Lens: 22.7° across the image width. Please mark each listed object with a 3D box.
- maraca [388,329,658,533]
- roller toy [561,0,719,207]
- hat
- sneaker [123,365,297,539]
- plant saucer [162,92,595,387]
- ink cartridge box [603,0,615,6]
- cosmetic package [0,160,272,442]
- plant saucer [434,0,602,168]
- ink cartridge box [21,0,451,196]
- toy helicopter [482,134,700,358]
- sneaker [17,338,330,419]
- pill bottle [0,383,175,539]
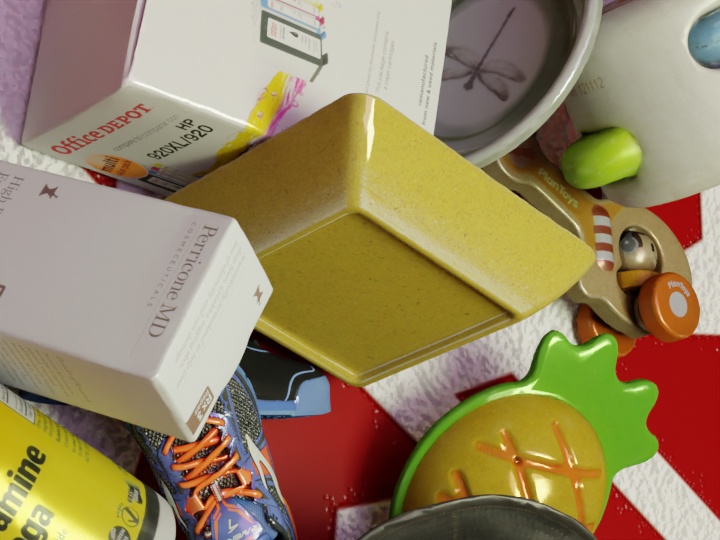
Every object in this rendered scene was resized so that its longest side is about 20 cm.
[{"bbox_3d":[0.104,0.128,1.132,0.200,0.107,0.137,-45,113,-5],"label":"maraca"},{"bbox_3d":[0.221,-0.137,1.174,0.140,0.182,0.200,65,30,-6],"label":"roller toy"},{"bbox_3d":[0.043,0.190,1.048,0.200,0.081,0.201,-7,121,-12],"label":"hat"},{"bbox_3d":[-0.074,0.122,0.996,0.075,0.078,0.200,-27,123,-3],"label":"sneaker"},{"bbox_3d":[0.000,0.000,1.031,0.200,0.200,0.049,32,49,-33],"label":"plant saucer"},{"bbox_3d":[0.115,-0.236,1.259,0.115,0.068,0.201,4,78,-35],"label":"ink cartridge box"},{"bbox_3d":[-0.159,0.008,0.938,0.102,0.199,0.074,-65,153,-26],"label":"cosmetic package"},{"bbox_3d":[0.074,-0.138,1.141,0.050,0.200,0.201,35,61,-45],"label":"plant saucer"},{"bbox_3d":[-0.072,-0.123,1.055,0.199,0.147,0.145,19,70,-30],"label":"ink cartridge box"},{"bbox_3d":[0.161,-0.040,1.245,0.200,0.079,0.133,40,55,-21],"label":"toy helicopter"},{"bbox_3d":[-0.103,0.045,1.046,0.199,0.070,0.078,8,81,-33],"label":"sneaker"},{"bbox_3d":[-0.204,0.117,0.933,0.200,0.112,0.113,38,61,-22],"label":"pill bottle"}]
